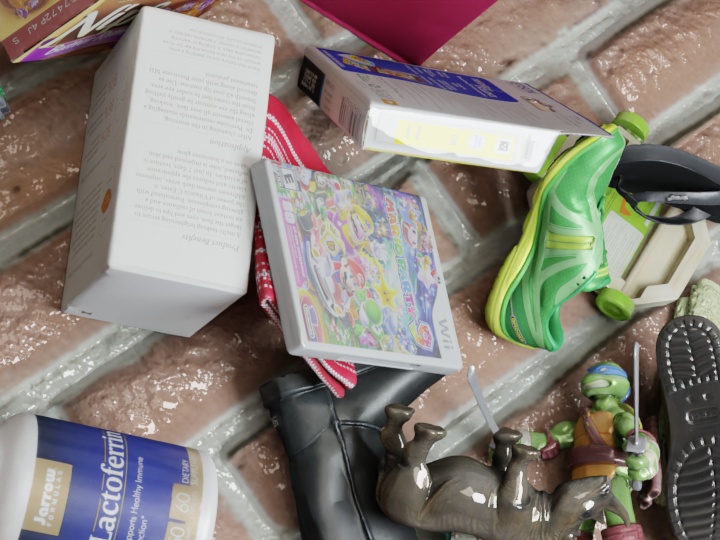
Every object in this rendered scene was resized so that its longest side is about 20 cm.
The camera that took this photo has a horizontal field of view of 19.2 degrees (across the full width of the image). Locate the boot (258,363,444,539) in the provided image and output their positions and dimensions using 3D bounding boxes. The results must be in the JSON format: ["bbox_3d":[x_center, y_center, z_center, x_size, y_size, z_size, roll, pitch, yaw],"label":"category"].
[{"bbox_3d":[0.024,0.164,1.636,0.164,0.066,0.201,-15,79,-18],"label":"boot"}]

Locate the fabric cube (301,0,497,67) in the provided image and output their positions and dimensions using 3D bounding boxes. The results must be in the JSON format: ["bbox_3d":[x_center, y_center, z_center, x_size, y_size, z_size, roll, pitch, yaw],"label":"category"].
[{"bbox_3d":[0.041,-0.316,1.700,0.195,0.199,0.201,30,67,-11],"label":"fabric cube"}]

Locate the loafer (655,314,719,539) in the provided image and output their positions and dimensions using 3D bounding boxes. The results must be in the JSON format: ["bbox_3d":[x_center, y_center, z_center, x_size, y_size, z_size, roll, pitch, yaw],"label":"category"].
[{"bbox_3d":[0.279,0.134,1.705,0.072,0.071,0.202,-4,92,11],"label":"loafer"}]

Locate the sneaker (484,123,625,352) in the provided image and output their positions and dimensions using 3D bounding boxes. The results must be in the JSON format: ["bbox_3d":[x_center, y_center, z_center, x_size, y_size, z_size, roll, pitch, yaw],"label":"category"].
[{"bbox_3d":[0.170,-0.025,1.692,0.083,0.201,0.074,29,24,15],"label":"sneaker"}]

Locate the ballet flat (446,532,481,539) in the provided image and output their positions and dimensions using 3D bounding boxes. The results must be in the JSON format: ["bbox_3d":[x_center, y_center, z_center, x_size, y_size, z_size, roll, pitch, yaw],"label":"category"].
[{"bbox_3d":[0.106,0.262,1.639,0.071,0.072,0.202,3,79,-21],"label":"ballet flat"}]

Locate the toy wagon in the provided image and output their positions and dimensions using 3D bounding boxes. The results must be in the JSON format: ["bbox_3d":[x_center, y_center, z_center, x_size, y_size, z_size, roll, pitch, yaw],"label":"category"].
[{"bbox_3d":[0.201,-0.060,1.783,0.200,0.040,0.156,38,65,-8],"label":"toy wagon"}]

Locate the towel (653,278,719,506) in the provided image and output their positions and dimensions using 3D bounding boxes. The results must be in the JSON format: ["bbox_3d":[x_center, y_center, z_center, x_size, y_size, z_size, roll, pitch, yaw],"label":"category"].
[{"bbox_3d":[0.319,0.118,1.783,0.147,0.036,0.201,19,70,-15],"label":"towel"}]

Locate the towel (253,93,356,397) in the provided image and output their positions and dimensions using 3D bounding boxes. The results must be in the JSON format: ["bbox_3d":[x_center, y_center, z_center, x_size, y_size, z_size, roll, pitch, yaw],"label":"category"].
[{"bbox_3d":[-0.043,-0.022,1.601,0.145,0.022,0.201,53,26,-47],"label":"towel"}]

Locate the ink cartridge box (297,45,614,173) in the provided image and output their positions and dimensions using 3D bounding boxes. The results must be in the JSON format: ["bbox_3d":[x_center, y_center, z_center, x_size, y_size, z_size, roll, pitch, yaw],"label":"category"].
[{"bbox_3d":[0.069,-0.123,1.668,0.199,0.198,0.047,10,104,-19],"label":"ink cartridge box"}]

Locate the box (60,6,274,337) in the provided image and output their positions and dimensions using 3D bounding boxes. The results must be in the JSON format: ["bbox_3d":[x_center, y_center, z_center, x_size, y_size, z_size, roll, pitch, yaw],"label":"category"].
[{"bbox_3d":[-0.144,-0.070,1.585,0.106,0.152,0.202,11,73,-18],"label":"box"}]

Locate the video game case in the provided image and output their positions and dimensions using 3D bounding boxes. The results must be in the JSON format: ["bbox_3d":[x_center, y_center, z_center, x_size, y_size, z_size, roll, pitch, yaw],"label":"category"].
[{"bbox_3d":[0.000,0.000,1.576,0.199,0.018,0.144,11,62,-53],"label":"video game case"}]

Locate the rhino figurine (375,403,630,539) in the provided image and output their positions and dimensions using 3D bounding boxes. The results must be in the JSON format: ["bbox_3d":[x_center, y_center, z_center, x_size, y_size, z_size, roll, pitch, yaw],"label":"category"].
[{"bbox_3d":[0.105,0.165,1.585,0.199,0.060,0.088,13,104,-4],"label":"rhino figurine"}]

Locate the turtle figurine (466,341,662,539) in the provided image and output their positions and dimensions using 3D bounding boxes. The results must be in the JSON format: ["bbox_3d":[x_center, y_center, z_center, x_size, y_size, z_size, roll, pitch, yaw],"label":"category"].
[{"bbox_3d":[0.163,0.163,1.654,0.143,0.200,0.195,-4,80,13],"label":"turtle figurine"}]

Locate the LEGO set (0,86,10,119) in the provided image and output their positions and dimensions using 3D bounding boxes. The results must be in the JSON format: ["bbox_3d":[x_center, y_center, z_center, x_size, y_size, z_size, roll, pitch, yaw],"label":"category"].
[{"bbox_3d":[-0.340,-0.169,1.534,0.153,0.116,0.201,-14,83,-2],"label":"LEGO set"}]

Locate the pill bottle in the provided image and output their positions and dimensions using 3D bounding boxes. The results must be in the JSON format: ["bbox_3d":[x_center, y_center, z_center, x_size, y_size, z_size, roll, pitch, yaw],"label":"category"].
[{"bbox_3d":[-0.211,0.166,1.516,0.199,0.116,0.117,13,71,-18],"label":"pill bottle"}]

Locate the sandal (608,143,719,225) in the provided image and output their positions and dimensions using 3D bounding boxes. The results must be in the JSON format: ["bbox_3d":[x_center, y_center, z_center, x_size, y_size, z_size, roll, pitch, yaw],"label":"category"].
[{"bbox_3d":[0.274,-0.059,1.746,0.199,0.076,0.043,15,69,-17],"label":"sandal"}]

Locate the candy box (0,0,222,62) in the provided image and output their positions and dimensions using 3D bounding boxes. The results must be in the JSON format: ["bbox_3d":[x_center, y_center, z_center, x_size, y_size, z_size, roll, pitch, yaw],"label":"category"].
[{"bbox_3d":[-0.175,-0.210,1.578,0.057,0.116,0.200,62,26,3],"label":"candy box"}]
